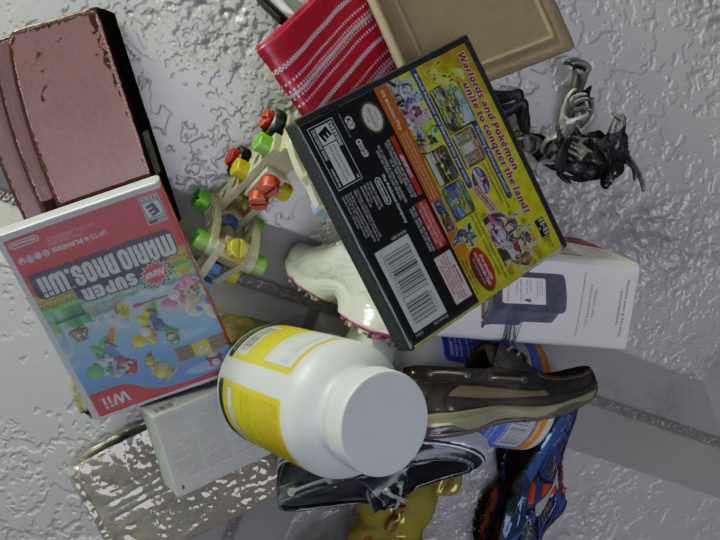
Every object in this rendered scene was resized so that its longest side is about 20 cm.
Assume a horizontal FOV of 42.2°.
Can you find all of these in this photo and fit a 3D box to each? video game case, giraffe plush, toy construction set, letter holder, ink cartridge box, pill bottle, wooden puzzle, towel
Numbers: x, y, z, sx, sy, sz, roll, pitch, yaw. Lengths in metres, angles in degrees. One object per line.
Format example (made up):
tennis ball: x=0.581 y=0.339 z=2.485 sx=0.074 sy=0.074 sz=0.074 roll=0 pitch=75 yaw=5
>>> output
video game case: x=0.059 y=-0.065 z=0.759 sx=0.180 sy=0.025 sz=0.201 roll=-31 pitch=99 yaw=-25
giraffe plush: x=0.021 y=0.262 z=0.928 sx=0.172 sy=0.200 sz=0.163 roll=13 pitch=72 yaw=-27
toy construction set: x=-0.083 y=-0.062 z=0.830 sx=0.199 sy=0.132 sz=0.092 roll=-23 pitch=135 yaw=33
letter holder: x=-0.258 y=-0.111 z=0.819 sx=0.141 sy=0.101 sz=0.201 roll=-16 pitch=105 yaw=-4
ink cartridge box: x=0.137 y=0.011 z=0.887 sx=0.199 sy=0.145 sz=0.085 roll=5 pitch=100 yaw=-11
pill bottle: x=0.082 y=0.107 z=0.902 sx=0.199 sy=0.112 sz=0.113 roll=12 pitch=100 yaw=-22
wooden puzzle: x=0.083 y=-0.254 z=0.832 sx=0.199 sy=0.037 sz=0.186 roll=-25 pitch=91 yaw=-28
towel: x=0.009 y=-0.142 z=0.785 sx=0.200 sy=0.022 sz=0.145 roll=53 pitch=48 yaw=-18
towel: x=-0.178 y=0.204 z=0.935 sx=0.199 sy=0.034 sz=0.133 roll=-24 pitch=106 yaw=-5
pill bottle: x=-0.034 y=0.109 z=0.781 sx=0.112 sy=0.200 sz=0.113 roll=-3 pitch=95 yaw=-32
video game case: x=-0.205 y=0.029 z=0.810 sx=0.142 sy=0.017 sz=0.201 roll=-19 pitch=120 yaw=-1

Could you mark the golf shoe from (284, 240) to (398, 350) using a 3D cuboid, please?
golf shoe: x=0.000 y=0.000 z=0.842 sx=0.075 sy=0.200 sz=0.092 roll=19 pitch=97 yaw=-38

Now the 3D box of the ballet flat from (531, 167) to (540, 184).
ballet flat: x=0.082 y=-0.083 z=0.900 sx=0.199 sy=0.072 sz=0.072 roll=-4 pitch=103 yaw=-8

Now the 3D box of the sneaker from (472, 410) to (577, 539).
sneaker: x=0.185 y=0.219 z=0.988 sx=0.078 sy=0.075 sz=0.201 roll=13 pitch=108 yaw=-21

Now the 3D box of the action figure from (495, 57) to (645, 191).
action figure: x=0.186 y=-0.141 z=0.878 sx=0.199 sy=0.119 sz=0.102 roll=17 pitch=120 yaw=-5

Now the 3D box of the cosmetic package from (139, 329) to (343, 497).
cosmetic package: x=-0.101 y=0.132 z=0.892 sx=0.199 sy=0.051 sz=0.083 roll=-21 pitch=104 yaw=-26

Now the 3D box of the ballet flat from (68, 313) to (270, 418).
ballet flat: x=-0.186 y=0.073 z=0.891 sx=0.199 sy=0.071 sz=0.071 roll=-24 pitch=105 yaw=-3

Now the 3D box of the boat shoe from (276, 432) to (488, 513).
boat shoe: x=0.019 y=0.188 z=0.852 sx=0.199 sy=0.068 sz=0.072 roll=-5 pitch=139 yaw=6

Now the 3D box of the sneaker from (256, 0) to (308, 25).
sneaker: x=0.005 y=-0.232 z=0.850 sx=0.200 sy=0.075 sz=0.116 roll=42 pitch=90 yaw=-14

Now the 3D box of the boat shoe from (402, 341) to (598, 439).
boat shoe: x=0.125 y=0.098 z=0.820 sx=0.199 sy=0.074 sz=0.074 roll=-7 pitch=85 yaw=-28
